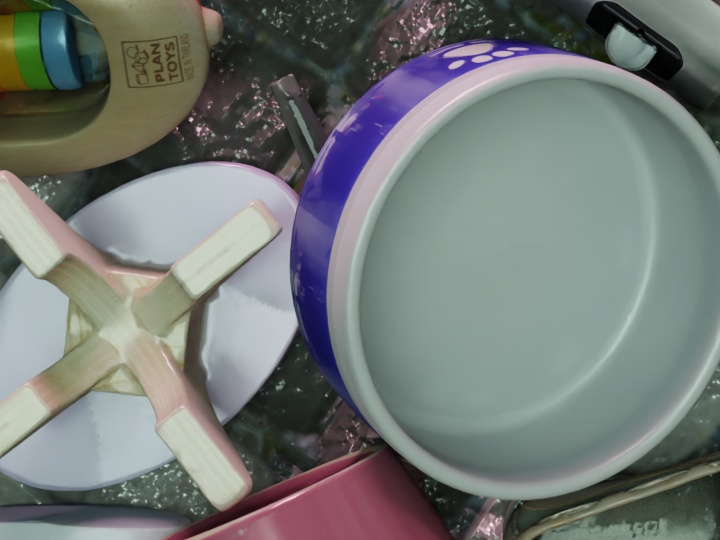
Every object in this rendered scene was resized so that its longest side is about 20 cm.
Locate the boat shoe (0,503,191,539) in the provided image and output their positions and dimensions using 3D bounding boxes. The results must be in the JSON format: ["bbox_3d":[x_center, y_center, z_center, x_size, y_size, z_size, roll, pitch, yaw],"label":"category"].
[{"bbox_3d":[-0.177,0.163,1.175,0.200,0.075,0.087,-4,93,8],"label":"boat shoe"}]

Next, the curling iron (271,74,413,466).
[{"bbox_3d":[0.000,0.000,1.162,0.025,0.049,0.202,-17,93,33],"label":"curling iron"}]

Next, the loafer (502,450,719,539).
[{"bbox_3d":[0.165,0.121,1.145,0.198,0.063,0.073,-11,94,6],"label":"loafer"}]

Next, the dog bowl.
[{"bbox_3d":[0.070,-0.002,1.096,0.198,0.079,0.202,-6,107,-21],"label":"dog bowl"}]

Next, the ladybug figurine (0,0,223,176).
[{"bbox_3d":[-0.160,-0.114,1.143,0.198,0.072,0.137,1,124,9],"label":"ladybug figurine"}]

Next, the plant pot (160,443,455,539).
[{"bbox_3d":[-0.010,0.187,1.099,0.199,0.200,0.180,-23,90,7],"label":"plant pot"}]

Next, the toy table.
[{"bbox_3d":[-0.111,0.032,1.139,0.184,0.117,0.200,40,96,1],"label":"toy table"}]

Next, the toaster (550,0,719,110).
[{"bbox_3d":[0.144,-0.197,1.097,0.180,0.119,0.201,36,96,1],"label":"toaster"}]
